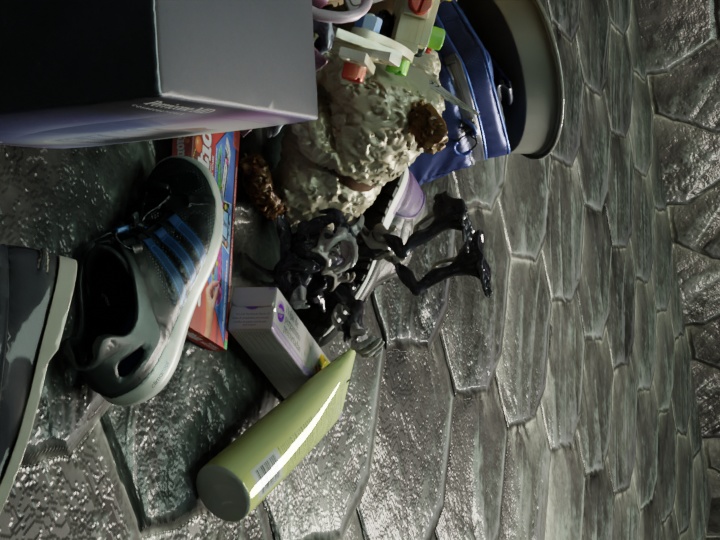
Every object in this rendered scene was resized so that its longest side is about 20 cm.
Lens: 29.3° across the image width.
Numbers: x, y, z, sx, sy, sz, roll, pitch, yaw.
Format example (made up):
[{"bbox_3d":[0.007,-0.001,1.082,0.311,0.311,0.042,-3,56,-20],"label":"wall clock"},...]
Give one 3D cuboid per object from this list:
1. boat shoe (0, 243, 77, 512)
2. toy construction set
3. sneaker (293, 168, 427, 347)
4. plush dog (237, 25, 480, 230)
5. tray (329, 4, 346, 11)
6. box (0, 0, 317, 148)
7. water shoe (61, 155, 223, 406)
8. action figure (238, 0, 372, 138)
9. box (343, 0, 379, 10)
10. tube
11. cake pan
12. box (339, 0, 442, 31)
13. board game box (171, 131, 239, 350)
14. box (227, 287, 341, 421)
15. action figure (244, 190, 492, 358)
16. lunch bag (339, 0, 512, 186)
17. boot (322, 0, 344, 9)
[{"bbox_3d":[-0.220,0.076,0.794,0.063,0.073,0.200,21,65,-19],"label":"boat shoe"},{"bbox_3d":[0.045,-0.228,1.078,0.200,0.092,0.131,-61,-170,-2],"label":"toy construction set"},{"bbox_3d":[0.010,-0.004,1.270,0.088,0.076,0.200,48,62,-44],"label":"sneaker"},{"bbox_3d":[-0.010,-0.104,1.175,0.200,0.172,0.161,-2,47,-46],"label":"plush dog"},{"bbox_3d":[-0.042,-0.346,1.322,0.200,0.037,0.099,50,41,-55],"label":"tray"},{"bbox_3d":[-0.153,-0.138,0.784,0.200,0.198,0.124,-7,92,-68],"label":"box"},{"bbox_3d":[-0.147,-0.008,0.947,0.079,0.071,0.200,50,39,-49],"label":"water shoe"},{"bbox_3d":[-0.112,-0.188,0.965,0.200,0.149,0.134,37,34,-21],"label":"action figure"},{"bbox_3d":[0.008,-0.322,1.130,0.200,0.116,0.060,62,12,-45],"label":"box"},{"bbox_3d":[-0.059,0.133,1.127,0.052,0.058,0.200,59,39,-6],"label":"tube"},{"bbox_3d":[0.145,-0.206,1.402,0.200,0.037,0.201,164,-90,-75],"label":"cake pan"},{"bbox_3d":[0.053,-0.298,1.295,0.021,0.163,0.200,39,44,-26],"label":"box"},{"bbox_3d":[-0.122,-0.046,1.069,0.103,0.019,0.201,44,46,-69],"label":"board game box"},{"bbox_3d":[-0.059,0.075,1.173,0.200,0.041,0.039,59,33,-57],"label":"box"},{"bbox_3d":[0.000,0.000,1.128,0.102,0.199,0.119,-85,157,-50],"label":"action figure"},{"bbox_3d":[0.073,-0.182,1.353,0.200,0.132,0.136,-113,-177,-49],"label":"lunch bag"},{"bbox_3d":[-0.065,-0.273,1.206,0.200,0.075,0.108,-42,120,-62],"label":"boot"}]
